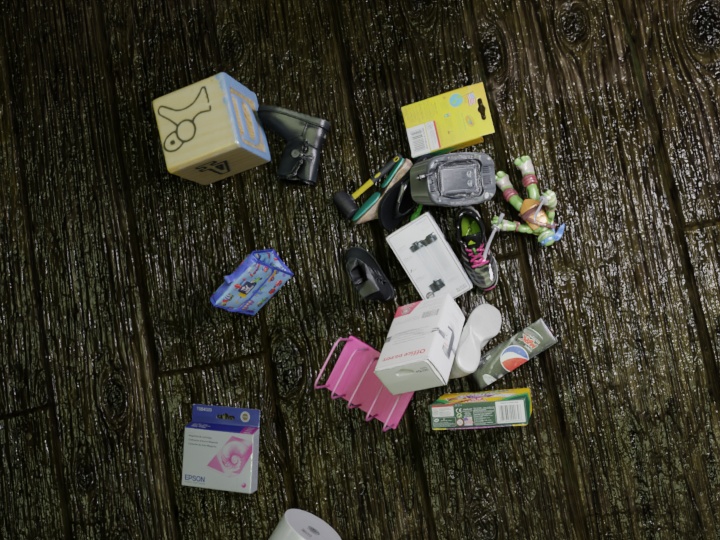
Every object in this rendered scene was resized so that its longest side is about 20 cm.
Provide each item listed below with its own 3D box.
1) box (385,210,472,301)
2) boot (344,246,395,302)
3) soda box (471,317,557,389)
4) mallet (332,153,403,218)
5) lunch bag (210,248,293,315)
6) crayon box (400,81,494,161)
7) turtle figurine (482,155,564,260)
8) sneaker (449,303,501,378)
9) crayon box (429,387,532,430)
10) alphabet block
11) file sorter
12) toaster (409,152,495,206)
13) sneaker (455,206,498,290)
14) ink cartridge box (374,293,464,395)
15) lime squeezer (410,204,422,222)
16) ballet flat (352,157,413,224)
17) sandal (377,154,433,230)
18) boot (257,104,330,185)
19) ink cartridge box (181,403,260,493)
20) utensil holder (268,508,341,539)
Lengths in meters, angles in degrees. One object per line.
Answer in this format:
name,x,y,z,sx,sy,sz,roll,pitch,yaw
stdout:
box,0.158,-0.022,1.647,0.116,0.060,0.201,-32,92,13
boot,0.001,0.001,1.644,0.066,0.200,0.165,-46,75,9
soda box,0.334,0.183,1.597,0.199,0.071,0.064,-35,78,12
mallet,0.027,-0.202,1.739,0.199,0.041,0.066,-33,77,8
lunch bag,-0.272,0.022,1.726,0.151,0.200,0.094,-45,75,10
crayon box,0.205,-0.344,1.684,0.198,0.051,0.128,-14,82,16
turtle figurine,0.347,-0.147,1.566,0.198,0.144,0.195,-8,62,-21
sneaker,0.242,0.157,1.603,0.075,0.089,0.200,39,54,0
crayon box,0.263,0.296,1.558,0.198,0.172,0.059,-7,88,16
alphabet block,-0.363,-0.343,1.782,0.198,0.196,0.197,-16,80,15
file sorter,0.014,0.259,1.662,0.199,0.125,0.140,28,94,17
toaster,0.193,-0.198,1.607,0.198,0.129,0.115,-8,95,-19
sneaker,0.256,-0.053,1.629,0.073,0.087,0.202,-16,82,15
ink cartridge box,0.131,0.159,1.563,0.145,0.201,0.085,-18,120,35
lime squeezer,0.158,-0.101,1.697,0.070,0.038,0.202,-16,80,-17
ballet flat,0.065,-0.172,1.711,0.067,0.068,0.200,38,100,-15
sandal,0.110,-0.180,1.672,0.201,0.076,0.043,-54,37,6
boot,-0.184,-0.307,1.786,0.198,0.076,0.170,17,87,11
ink cartridge box,-0.349,0.443,1.804,0.194,0.043,0.202,1,88,17
utensil holder,-0.154,0.681,1.665,0.169,0.170,0.201,30,92,16
